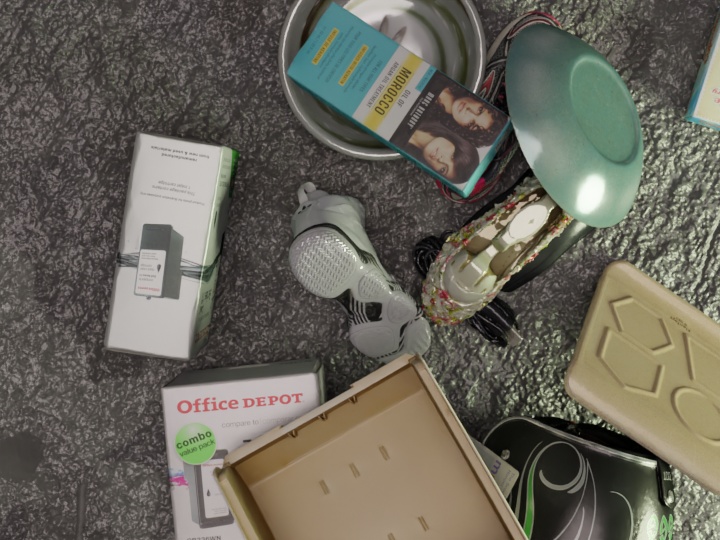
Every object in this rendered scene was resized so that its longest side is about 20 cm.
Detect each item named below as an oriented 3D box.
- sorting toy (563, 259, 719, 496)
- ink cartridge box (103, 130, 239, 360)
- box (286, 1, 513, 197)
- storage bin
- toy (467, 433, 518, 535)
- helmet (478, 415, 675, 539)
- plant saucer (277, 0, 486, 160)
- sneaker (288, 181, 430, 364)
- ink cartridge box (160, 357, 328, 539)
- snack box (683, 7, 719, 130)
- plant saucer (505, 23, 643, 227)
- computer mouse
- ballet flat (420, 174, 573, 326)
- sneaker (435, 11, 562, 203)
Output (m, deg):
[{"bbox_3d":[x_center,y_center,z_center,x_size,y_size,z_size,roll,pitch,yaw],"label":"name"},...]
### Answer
[{"bbox_3d":[0.285,0.099,1.197,0.185,0.200,0.036,34,131,0],"label":"sorting toy"},{"bbox_3d":[-0.175,-0.023,1.201,0.083,0.147,0.200,10,94,-1],"label":"ink cartridge box"},{"bbox_3d":[0.036,-0.157,1.175,0.200,0.049,0.082,34,93,9],"label":"box"},{"bbox_3d":[0.009,0.199,1.074,0.200,0.094,0.199,-30,78,-1],"label":"storage bin"},{"bbox_3d":[0.049,0.190,1.186,0.047,0.200,0.115,20,98,-35],"label":"toy"},{"bbox_3d":[0.185,0.239,1.181,0.200,0.200,0.191,17,92,0],"label":"helmet"},{"bbox_3d":[0.022,-0.203,1.231,0.200,0.050,0.200,0,89,7],"label":"plant saucer"},{"bbox_3d":[0.000,0.000,1.231,0.075,0.115,0.200,-30,129,18],"label":"sneaker"},{"bbox_3d":[-0.099,0.192,1.207,0.146,0.146,0.200,-6,91,1],"label":"ink cartridge box"},{"bbox_3d":[0.428,-0.173,1.236,0.200,0.037,0.116,18,92,0],"label":"snack box"},{"bbox_3d":[0.210,-0.140,1.171,0.039,0.201,0.201,-23,92,41],"label":"plant saucer"},{"bbox_3d":[0.162,-0.032,1.240,0.200,0.053,0.139,-44,90,3],"label":"computer mouse"},{"bbox_3d":[0.125,-0.022,1.194,0.076,0.064,0.200,43,105,2],"label":"ballet flat"},{"bbox_3d":[0.141,-0.153,1.224,0.081,0.075,0.200,25,92,0],"label":"sneaker"}]
